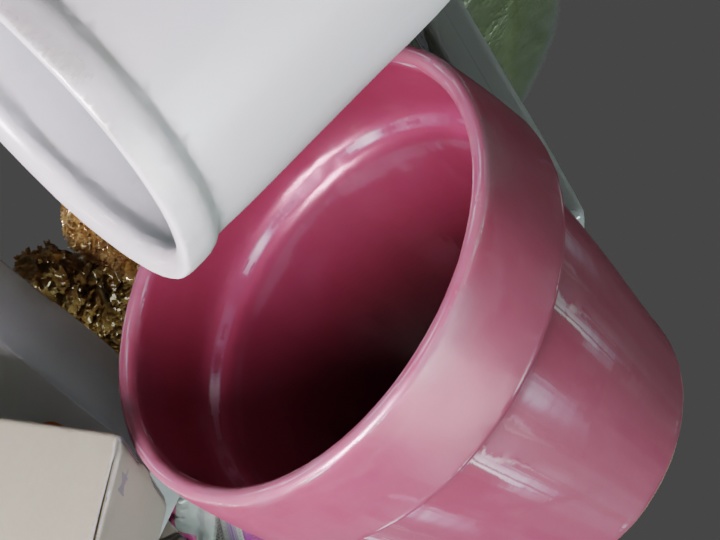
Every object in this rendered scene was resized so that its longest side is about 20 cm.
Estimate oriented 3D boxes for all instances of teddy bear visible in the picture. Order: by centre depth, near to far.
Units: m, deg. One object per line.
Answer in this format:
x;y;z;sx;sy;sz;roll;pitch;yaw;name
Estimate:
-0.103;-0.021;1.277;0.145;0.067;0.200;-54;155;-16;teddy bear

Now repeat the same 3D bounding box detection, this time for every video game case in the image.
0.054;-0.057;1.316;0.024;0.200;0.182;-24;153;-9;video game case

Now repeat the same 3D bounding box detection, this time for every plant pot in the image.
0.031;0.036;1.125;0.179;0.200;0.200;33;99;-38;plant pot

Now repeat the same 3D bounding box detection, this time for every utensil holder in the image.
-0.055;-0.126;1.041;0.200;0.170;0.170;-44;157;-13;utensil holder

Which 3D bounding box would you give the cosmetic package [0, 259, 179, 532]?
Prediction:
-0.168;0.105;1.224;0.052;0.151;0.200;-34;156;-54;cosmetic package

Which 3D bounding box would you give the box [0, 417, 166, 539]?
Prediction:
-0.187;0.097;1.117;0.082;0.199;0.069;65;35;-63;box

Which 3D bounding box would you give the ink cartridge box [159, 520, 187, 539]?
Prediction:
-0.133;0.188;1.364;0.085;0.200;0.146;-29;151;-39;ink cartridge box

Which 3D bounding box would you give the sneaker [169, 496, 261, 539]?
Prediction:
-0.058;0.137;1.408;0.088;0.082;0.200;0;139;-7;sneaker

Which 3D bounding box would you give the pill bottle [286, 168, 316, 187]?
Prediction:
0.000;0.000;1.271;0.111;0.111;0.200;-40;135;-19;pill bottle
